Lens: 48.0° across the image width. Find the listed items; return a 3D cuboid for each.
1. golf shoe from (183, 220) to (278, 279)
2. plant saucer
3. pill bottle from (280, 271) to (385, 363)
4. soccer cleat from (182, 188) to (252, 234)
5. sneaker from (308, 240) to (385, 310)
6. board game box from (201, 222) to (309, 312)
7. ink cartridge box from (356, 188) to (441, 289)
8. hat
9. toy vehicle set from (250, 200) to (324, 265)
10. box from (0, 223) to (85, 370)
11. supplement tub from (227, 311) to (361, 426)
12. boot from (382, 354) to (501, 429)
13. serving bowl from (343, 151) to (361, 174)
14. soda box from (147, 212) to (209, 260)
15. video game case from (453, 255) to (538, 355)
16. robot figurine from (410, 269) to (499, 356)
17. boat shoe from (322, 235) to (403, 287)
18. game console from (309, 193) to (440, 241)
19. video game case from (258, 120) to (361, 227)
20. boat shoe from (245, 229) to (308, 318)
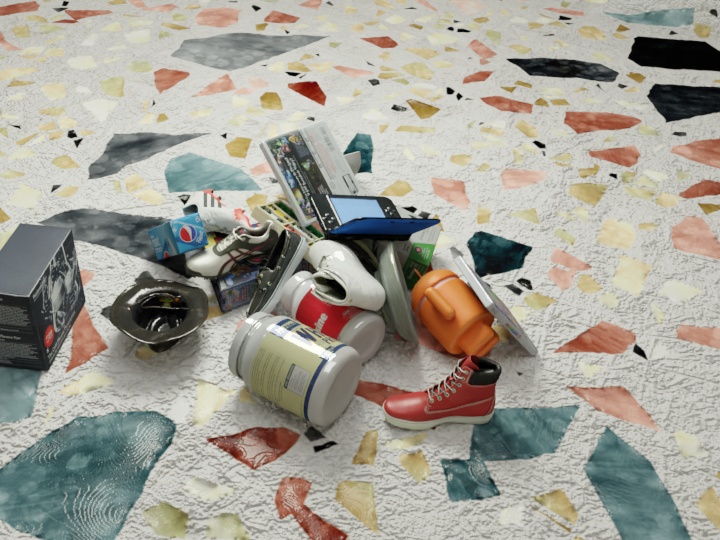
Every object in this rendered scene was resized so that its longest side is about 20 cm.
[{"bbox_3d":[-0.256,-0.045,1.600,0.199,0.088,0.077,-18,45,-22],"label":"golf shoe"},{"bbox_3d":[0.063,0.048,1.530,0.050,0.201,0.201,-15,39,5],"label":"plant saucer"},{"bbox_3d":[-0.057,0.085,1.530,0.112,0.113,0.200,-29,49,-34],"label":"pill bottle"},{"bbox_3d":[-0.297,-0.106,1.695,0.085,0.069,0.200,-36,50,-25],"label":"soccer cleat"},{"bbox_3d":[-0.054,0.000,1.473,0.115,0.074,0.200,8,24,-48],"label":"sneaker"},{"bbox_3d":[-0.215,-0.016,1.683,0.199,0.062,0.200,-10,41,-18],"label":"board game box"},{"bbox_3d":[0.055,-0.067,1.707,0.199,0.083,0.147,25,42,-1],"label":"ink cartridge box"},{"bbox_3d":[-0.376,0.099,1.518,0.199,0.081,0.201,6,31,-3],"label":"hat"},{"bbox_3d":[-0.123,-0.073,1.695,0.200,0.027,0.124,38,19,8],"label":"toy vehicle set"},{"bbox_3d":[-0.599,0.047,1.483,0.104,0.183,0.200,5,39,2],"label":"box"},{"bbox_3d":[-0.114,0.166,1.401,0.199,0.146,0.145,23,43,22],"label":"supplement tub"},{"bbox_3d":[0.138,0.199,1.380,0.199,0.145,0.073,-3,41,-6],"label":"boot"},{"bbox_3d":[-0.088,-0.222,1.898,0.199,0.066,0.200,-16,6,2],"label":"serving bowl"},{"bbox_3d":[-0.373,-0.067,1.644,0.064,0.068,0.200,-20,6,-25],"label":"soda box"},{"bbox_3d":[0.258,0.068,1.532,0.018,0.200,0.143,-39,43,10],"label":"video game case"},{"bbox_3d":[0.174,0.079,1.542,0.143,0.117,0.200,-16,53,-39],"label":"robot figurine"},{"bbox_3d":[0.000,0.001,1.618,0.201,0.072,0.066,42,40,-6],"label":"boat shoe"},{"bbox_3d":[0.026,-0.120,1.587,0.199,0.119,0.171,0,49,-33],"label":"game console"},{"bbox_3d":[-0.101,-0.212,1.745,0.181,0.023,0.201,-27,89,-38],"label":"video game case"},{"bbox_3d":[-0.175,0.011,1.585,0.069,0.057,0.201,8,66,60],"label":"boat shoe"}]
